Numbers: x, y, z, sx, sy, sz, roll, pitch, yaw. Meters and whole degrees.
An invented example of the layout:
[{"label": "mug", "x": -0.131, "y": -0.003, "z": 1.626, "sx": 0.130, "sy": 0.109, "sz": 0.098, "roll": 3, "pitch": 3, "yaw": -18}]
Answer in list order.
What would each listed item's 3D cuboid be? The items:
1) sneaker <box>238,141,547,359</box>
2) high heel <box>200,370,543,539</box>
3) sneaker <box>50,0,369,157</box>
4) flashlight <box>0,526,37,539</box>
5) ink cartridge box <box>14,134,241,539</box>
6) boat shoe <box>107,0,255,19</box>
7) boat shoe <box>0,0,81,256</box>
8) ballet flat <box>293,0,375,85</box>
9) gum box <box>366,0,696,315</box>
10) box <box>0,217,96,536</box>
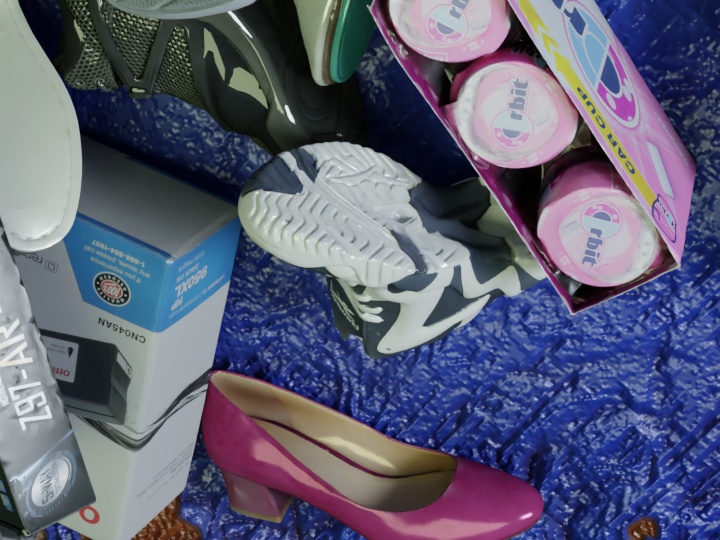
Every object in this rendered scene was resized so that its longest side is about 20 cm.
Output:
[{"label": "sneaker", "x": 0.000, "y": 0.000, "z": 1.129, "sx": 0.130, "sy": 0.199, "sz": 0.080, "roll": -45, "pitch": 60, "yaw": 41}, {"label": "high heel", "x": 0.003, "y": 0.106, "z": 1.223, "sx": 0.200, "sy": 0.067, "sz": 0.096, "roll": 1, "pitch": 128, "yaw": 17}, {"label": "sneaker", "x": -0.085, "y": -0.111, "z": 1.131, "sx": 0.114, "sy": 0.076, "sz": 0.199, "roll": -25, "pitch": 120, "yaw": 40}, {"label": "flashlight", "x": -0.280, "y": 0.207, "z": 1.349, "sx": 0.068, "sy": 0.068, "sz": 0.200, "roll": 39, "pitch": 121, "yaw": -5}, {"label": "ink cartridge box", "x": -0.161, "y": 0.036, "z": 1.203, "sx": 0.145, "sy": 0.084, "sz": 0.200, "roll": 23, "pitch": 122, "yaw": 16}, {"label": "boat shoe", "x": -0.032, "y": -0.171, "z": 1.018, "sx": 0.200, "sy": 0.067, "sz": 0.074, "roll": -17, "pitch": 92, "yaw": 24}, {"label": "boat shoe", "x": -0.200, "y": -0.095, "z": 1.125, "sx": 0.060, "sy": 0.072, "sz": 0.202, "roll": -46, "pitch": 61, "yaw": 59}, {"label": "ballet flat", "x": -0.006, "y": -0.194, "z": 1.074, "sx": 0.069, "sy": 0.069, "sz": 0.200, "roll": 19, "pitch": 113, "yaw": 3}, {"label": "gum box", "x": 0.088, "y": -0.093, "z": 1.072, "sx": 0.066, "sy": 0.114, "sz": 0.200, "roll": -27, "pitch": 108, "yaw": 25}, {"label": "box", "x": -0.218, "y": 0.027, "z": 1.111, "sx": 0.160, "sy": 0.044, "sz": 0.200, "roll": 10, "pitch": 120, "yaw": 56}]
